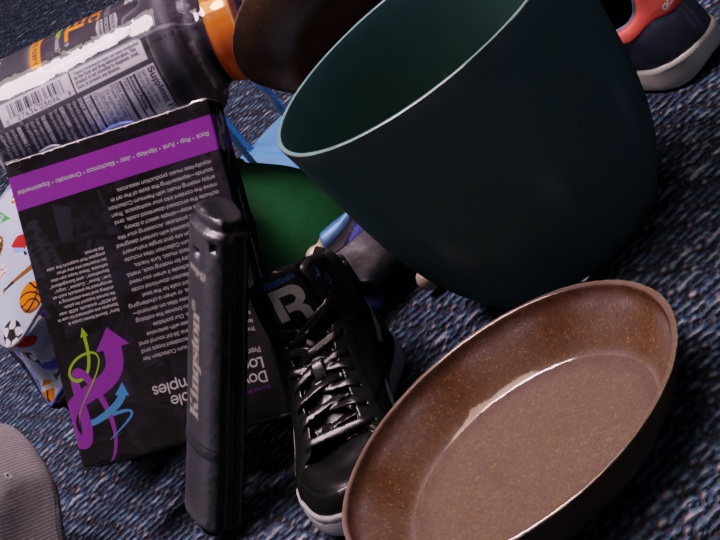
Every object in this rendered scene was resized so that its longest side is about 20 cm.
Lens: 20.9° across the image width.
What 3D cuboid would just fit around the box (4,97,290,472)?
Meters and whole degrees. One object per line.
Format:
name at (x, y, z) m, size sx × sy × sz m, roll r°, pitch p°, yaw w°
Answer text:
box at (-0.128, 0.010, 1.206) m, size 0.142 × 0.201 × 0.036 m, roll -15°, pitch -4°, yaw 15°

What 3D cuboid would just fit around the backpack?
backpack at (-0.171, -0.007, 1.331) m, size 0.191 × 0.154 × 0.200 m, roll -51°, pitch 43°, yaw 2°

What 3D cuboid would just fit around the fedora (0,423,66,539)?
fedora at (-0.238, 0.171, 1.242) m, size 0.090 × 0.178 × 0.200 m, roll -12°, pitch 35°, yaw -21°

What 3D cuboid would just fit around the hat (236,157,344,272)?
hat at (-0.110, -0.069, 1.412) m, size 0.199 × 0.176 × 0.166 m, roll -29°, pitch 22°, yaw 29°

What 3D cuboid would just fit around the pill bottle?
pill bottle at (-0.167, -0.137, 1.401) m, size 0.199 × 0.107 × 0.106 m, roll -24°, pitch 24°, yaw 11°

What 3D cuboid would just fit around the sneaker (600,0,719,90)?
sneaker at (0.146, -0.159, 1.287) m, size 0.200 × 0.085 × 0.075 m, roll -12°, pitch 35°, yaw 52°

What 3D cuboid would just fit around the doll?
doll at (0.000, 0.000, 1.272) m, size 0.136 × 0.049 × 0.200 m, roll 5°, pitch 50°, yaw 49°

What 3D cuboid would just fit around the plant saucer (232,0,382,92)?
plant saucer at (0.006, -0.185, 1.338) m, size 0.200 × 0.037 × 0.201 m, roll -29°, pitch -24°, yaw -14°

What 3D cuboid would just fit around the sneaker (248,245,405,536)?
sneaker at (-0.026, 0.057, 1.106) m, size 0.073 × 0.112 × 0.200 m, roll -27°, pitch 23°, yaw 12°

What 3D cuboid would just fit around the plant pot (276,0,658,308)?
plant pot at (0.078, -0.077, 1.134) m, size 0.200 × 0.161 × 0.201 m, roll -34°, pitch 23°, yaw 16°

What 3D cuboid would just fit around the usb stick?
usb stick at (-0.084, 0.059, 1.138) m, size 0.032 × 0.201 × 0.055 m, roll -3°, pitch 21°, yaw -17°

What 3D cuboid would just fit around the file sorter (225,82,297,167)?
file sorter at (-0.064, -0.165, 1.606) m, size 0.200 × 0.123 × 0.139 m, roll -48°, pitch 21°, yaw -17°

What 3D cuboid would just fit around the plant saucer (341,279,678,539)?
plant saucer at (0.081, 0.086, 0.977) m, size 0.200 × 0.037 × 0.201 m, roll -33°, pitch 22°, yaw 15°
